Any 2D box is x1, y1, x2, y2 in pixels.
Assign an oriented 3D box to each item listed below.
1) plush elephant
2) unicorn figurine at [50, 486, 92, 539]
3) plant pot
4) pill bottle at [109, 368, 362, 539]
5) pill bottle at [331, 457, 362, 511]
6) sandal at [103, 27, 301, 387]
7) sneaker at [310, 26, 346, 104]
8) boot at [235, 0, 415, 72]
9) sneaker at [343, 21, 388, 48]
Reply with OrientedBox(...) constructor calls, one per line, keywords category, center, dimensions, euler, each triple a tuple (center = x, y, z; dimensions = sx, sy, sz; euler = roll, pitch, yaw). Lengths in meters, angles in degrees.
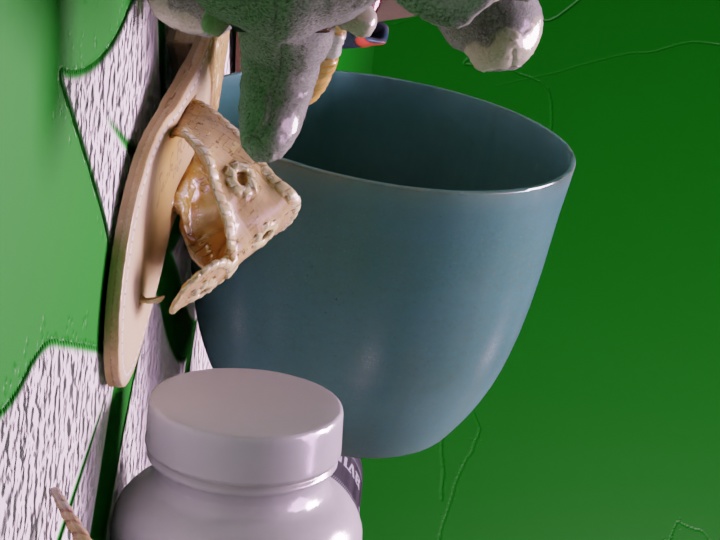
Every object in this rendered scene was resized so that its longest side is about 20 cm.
OrientedBox(category="plush elephant", center=(-0.017, -0.115, 0.575), dimensions=(0.201, 0.163, 0.156), euler=(96, 10, -48))
OrientedBox(category="unicorn figurine", center=(-0.084, 0.196, 0.554), dimensions=(0.201, 0.073, 0.138), euler=(-74, 161, -46))
OrientedBox(category="plant pot", center=(0.000, 0.000, 0.878), dimensions=(0.201, 0.198, 0.163), euler=(-79, 179, -70))
OrientedBox(category="pill bottle", center=(-0.056, 0.152, 0.737), dimensions=(0.112, 0.111, 0.202), euler=(-78, 173, -74))
OrientedBox(category="pill bottle", center=(-0.054, 0.143, 0.908), dimensions=(0.201, 0.105, 0.107), euler=(-83, 178, -47))
OrientedBox(category="sandal", center=(-0.059, -0.043, 0.731), dimensions=(0.078, 0.069, 0.213), euler=(93, 3, -51))
OrientedBox(category="sneaker", center=(-0.041, -0.166, 0.707), dimensions=(0.076, 0.087, 0.202), euler=(-98, -167, -57))
OrientedBox(category="boot", center=(0.000, -0.172, 0.997), dimensions=(0.071, 0.144, 0.201), euler=(-85, 180, -51))
OrientedBox(category="sneaker", center=(0.000, -0.291, 1.579), dimensions=(0.201, 0.084, 0.076), euler=(93, 4, -54))
